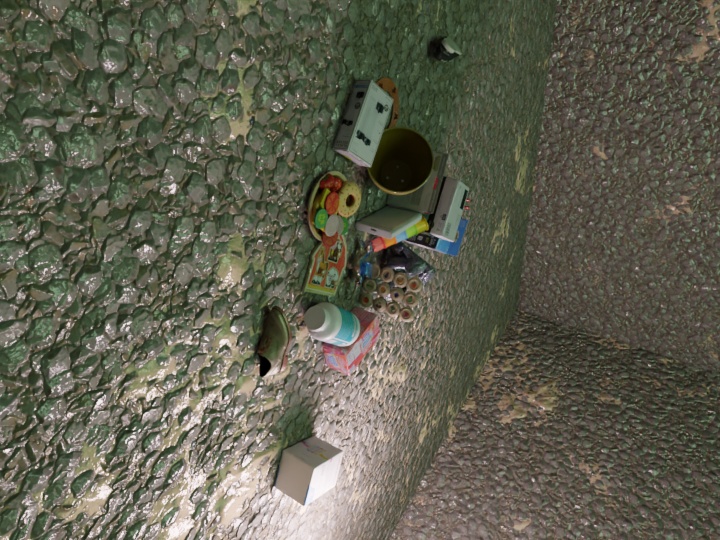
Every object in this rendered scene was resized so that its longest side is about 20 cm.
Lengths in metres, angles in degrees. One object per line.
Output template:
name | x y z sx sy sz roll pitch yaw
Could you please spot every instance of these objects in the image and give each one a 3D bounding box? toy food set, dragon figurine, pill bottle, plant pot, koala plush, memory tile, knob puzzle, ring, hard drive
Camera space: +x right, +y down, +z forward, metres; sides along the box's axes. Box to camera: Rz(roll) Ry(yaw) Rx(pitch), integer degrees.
toy food set | -0.076 -0.169 1.424 0.200 0.048 0.199 34 74 -60
dragon figurine | 0.000 0.000 1.653 0.099 0.058 0.202 -36 134 -48
pill bottle | -0.087 0.157 1.532 0.200 0.110 0.112 33 76 -62
plant pot | 0.113 -0.311 1.575 0.142 0.199 0.201 96 17 -81
koala plush | 0.124 0.015 1.820 0.200 0.184 0.177 -52 153 7
memory tile | 0.098 0.072 1.724 0.017 0.199 0.155 -5 111 -69
knob puzzle | -0.084 -0.026 1.518 0.219 0.030 0.221 -37 136 -47
ring | 0.069 -0.467 1.555 0.200 0.019 0.202 -37 135 -47
hard drive | 0.092 -0.156 1.652 0.200 0.131 0.027 -33 134 -50

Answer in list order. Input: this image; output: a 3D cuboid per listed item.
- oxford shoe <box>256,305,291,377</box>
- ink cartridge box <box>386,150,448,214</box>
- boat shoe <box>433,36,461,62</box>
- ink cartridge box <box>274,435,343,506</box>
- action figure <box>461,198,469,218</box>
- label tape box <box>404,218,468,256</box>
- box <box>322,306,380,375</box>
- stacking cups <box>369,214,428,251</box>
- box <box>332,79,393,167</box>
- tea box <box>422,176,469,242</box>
oxford shoe | -0.227 0.190 1.344 0.075 0.070 0.202 -23 125 -48
ink cartridge box | 0.200 -0.294 1.723 0.084 0.175 0.202 4 103 -61
boat shoe | 0.294 -0.738 1.760 0.060 0.074 0.200 -40 -173 29
ink cartridge box | -0.155 0.628 1.663 0.200 0.124 0.130 2 104 -61
action figure | 0.432 -0.253 2.308 0.200 0.051 0.066 -43 144 -39
label tape box | 0.276 -0.150 1.917 0.063 0.199 0.145 20 88 -62
box | -0.027 0.226 1.697 0.200 0.094 0.103 -48 144 -39
stacking cups | 0.127 -0.115 1.721 0.199 0.061 0.061 -28 138 -10
box | 0.008 -0.398 1.419 0.116 0.060 0.202 19 88 -52
tea box | 0.249 -0.227 1.827 0.133 0.196 0.202 10 96 -62
